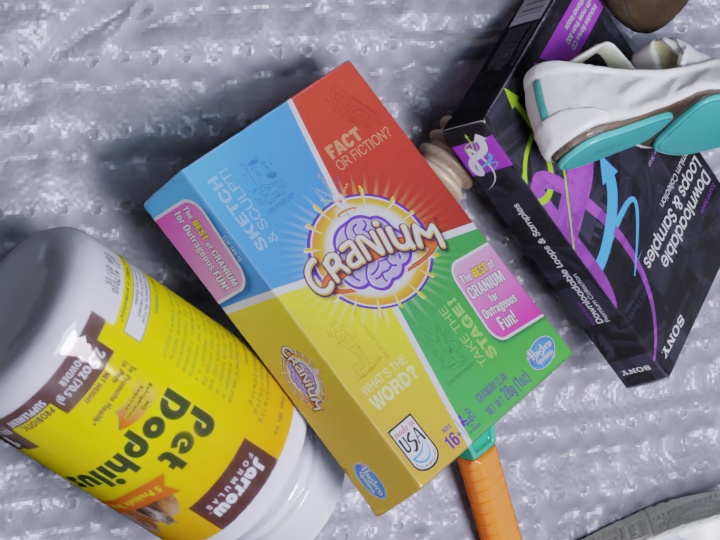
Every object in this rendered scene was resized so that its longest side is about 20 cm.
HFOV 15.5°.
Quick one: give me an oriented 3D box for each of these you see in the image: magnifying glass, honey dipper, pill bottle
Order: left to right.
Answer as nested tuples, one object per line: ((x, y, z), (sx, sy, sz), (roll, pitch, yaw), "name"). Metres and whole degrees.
((-0.104, 0.071, 1.345), (0.200, 0.109, 0.110), (35, 76, -30), "pill bottle")
((0.000, 0.000, 1.452), (0.200, 0.038, 0.038), (-51, 118, -14), "honey dipper")
((0.061, 0.083, 1.489), (0.080, 0.022, 0.201), (-36, 121, -37), "magnifying glass")

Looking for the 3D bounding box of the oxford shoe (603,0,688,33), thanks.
((0.192, -0.224, 1.542), (0.200, 0.072, 0.085), (-57, 144, -19), "oxford shoe")

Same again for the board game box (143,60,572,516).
((0.001, 0.006, 1.376), (0.200, 0.040, 0.153), (52, 45, 0), "board game box")

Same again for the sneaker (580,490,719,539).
((0.172, 0.206, 1.551), (0.199, 0.077, 0.112), (-20, 99, -25), "sneaker")

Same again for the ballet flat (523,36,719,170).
((0.161, -0.100, 1.477), (0.199, 0.069, 0.070), (-10, 100, -49), "ballet flat")

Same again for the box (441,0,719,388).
((0.137, -0.053, 1.504), (0.200, 0.036, 0.143), (53, 46, -26), "box")
